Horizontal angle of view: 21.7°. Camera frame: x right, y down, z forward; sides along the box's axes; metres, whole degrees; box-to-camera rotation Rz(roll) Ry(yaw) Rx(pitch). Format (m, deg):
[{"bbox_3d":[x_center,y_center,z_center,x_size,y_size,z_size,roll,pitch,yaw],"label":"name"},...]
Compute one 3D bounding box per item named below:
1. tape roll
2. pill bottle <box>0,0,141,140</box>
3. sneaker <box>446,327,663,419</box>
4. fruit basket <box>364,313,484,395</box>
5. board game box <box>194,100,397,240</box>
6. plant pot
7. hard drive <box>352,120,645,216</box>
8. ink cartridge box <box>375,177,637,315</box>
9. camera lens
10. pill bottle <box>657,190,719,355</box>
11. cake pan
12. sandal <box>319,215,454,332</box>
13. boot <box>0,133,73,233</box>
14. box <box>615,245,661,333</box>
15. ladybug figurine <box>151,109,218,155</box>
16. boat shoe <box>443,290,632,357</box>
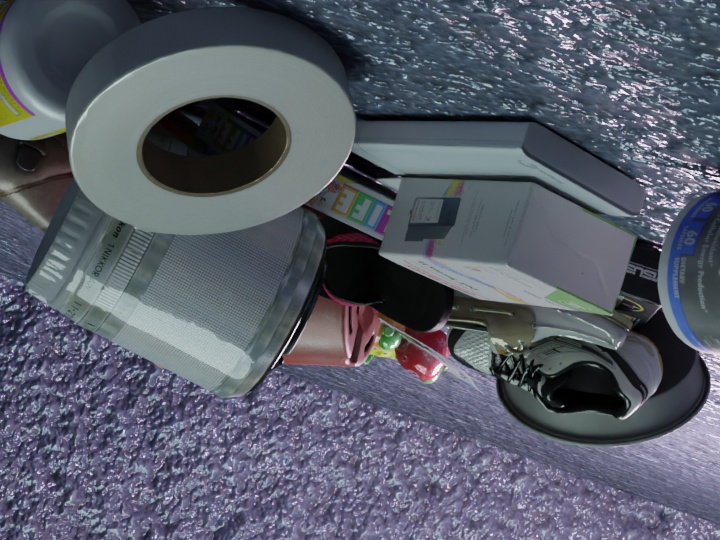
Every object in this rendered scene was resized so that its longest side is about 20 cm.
[{"bbox_3d":[-0.102,-0.097,1.281,0.201,0.037,0.203,-9,145,-6],"label":"tape roll"},{"bbox_3d":[-0.232,-0.150,1.366,0.104,0.105,0.200,22,170,-23],"label":"pill bottle"},{"bbox_3d":[0.161,0.079,1.645,0.198,0.076,0.088,8,-149,23],"label":"sneaker"},{"bbox_3d":[0.041,0.083,2.154,0.199,0.094,0.185,36,177,18],"label":"fruit basket"},{"bbox_3d":[-0.025,-0.069,1.541,0.199,0.034,0.134,25,-174,-34],"label":"board game box"},{"bbox_3d":[-0.084,0.004,1.773,0.193,0.203,0.201,7,168,15],"label":"plant pot"},{"bbox_3d":[0.097,-0.077,1.398,0.131,0.027,0.199,25,168,-37],"label":"hard drive"},{"bbox_3d":[0.098,-0.020,1.435,0.117,0.068,0.199,23,170,-34],"label":"ink cartridge box"},{"bbox_3d":[-0.137,-0.008,1.441,0.199,0.161,0.160,28,169,-12],"label":"camera lens"},{"bbox_3d":[0.300,0.006,1.220,0.113,0.115,0.199,24,169,-34],"label":"pill bottle"},{"bbox_3d":[0.223,0.089,1.732,0.199,0.200,0.037,13,126,28],"label":"cake pan"},{"bbox_3d":[0.000,0.000,1.602,0.045,0.076,0.199,2,-167,-41],"label":"sandal"},{"bbox_3d":[-0.247,-0.120,1.606,0.070,0.200,0.147,-17,114,37],"label":"boot"},{"bbox_3d":[0.180,0.001,1.627,0.160,0.049,0.200,21,171,4],"label":"box"},{"bbox_3d":[-0.164,-0.089,1.561,0.199,0.072,0.136,33,-168,-26],"label":"ladybug figurine"},{"bbox_3d":[0.129,0.039,1.589,0.199,0.069,0.075,17,170,19],"label":"boat shoe"}]
